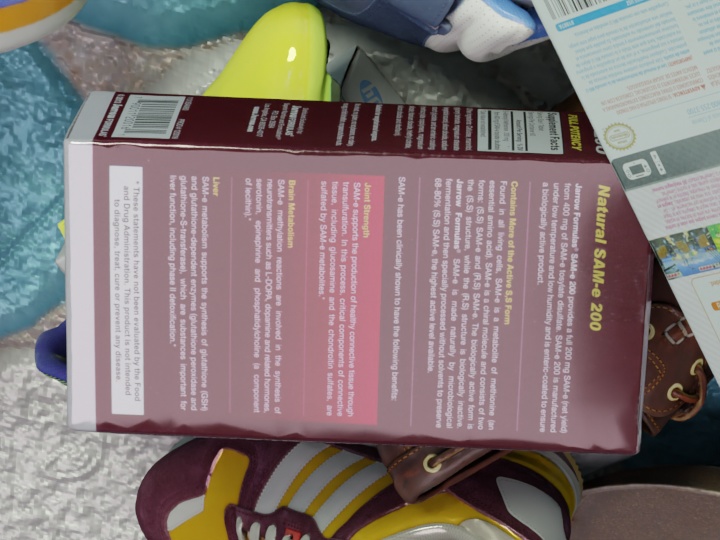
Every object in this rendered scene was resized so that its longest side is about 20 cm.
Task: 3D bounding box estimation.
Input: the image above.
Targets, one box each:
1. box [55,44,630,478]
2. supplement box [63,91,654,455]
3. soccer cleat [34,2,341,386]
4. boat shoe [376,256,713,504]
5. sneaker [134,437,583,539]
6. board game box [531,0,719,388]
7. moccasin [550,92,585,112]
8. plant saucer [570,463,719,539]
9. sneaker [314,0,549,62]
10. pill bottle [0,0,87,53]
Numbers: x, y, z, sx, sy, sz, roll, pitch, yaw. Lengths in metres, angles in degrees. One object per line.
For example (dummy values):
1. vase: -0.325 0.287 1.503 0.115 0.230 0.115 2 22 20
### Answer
1. box: -0.004 0.025 0.996 0.155 0.041 0.200 -29 115 29
2. supplement box: 0.000 0.000 0.838 0.198 0.061 0.110 3 111 2
3. soccer cleat: -0.067 -0.019 0.909 0.083 0.065 0.201 15 129 -16
4. boat shoe: 0.098 0.031 0.917 0.199 0.071 0.070 -20 158 2
5. sneaker: -0.013 0.107 0.969 0.199 0.090 0.075 -8 125 28
6. board game box: 0.159 -0.034 0.746 0.147 0.064 0.201 -13 107 46
7. moccasin: 0.137 -0.072 0.863 0.201 0.078 0.074 -30 112 30
8. plant saucer: 0.160 0.141 1.015 0.199 0.032 0.201 17 145 12
9. sneaker: 0.009 -0.136 0.795 0.146 0.081 0.200 21 166 22
10. pill bottle: -0.147 -0.184 0.834 0.111 0.112 0.201 9 127 8
